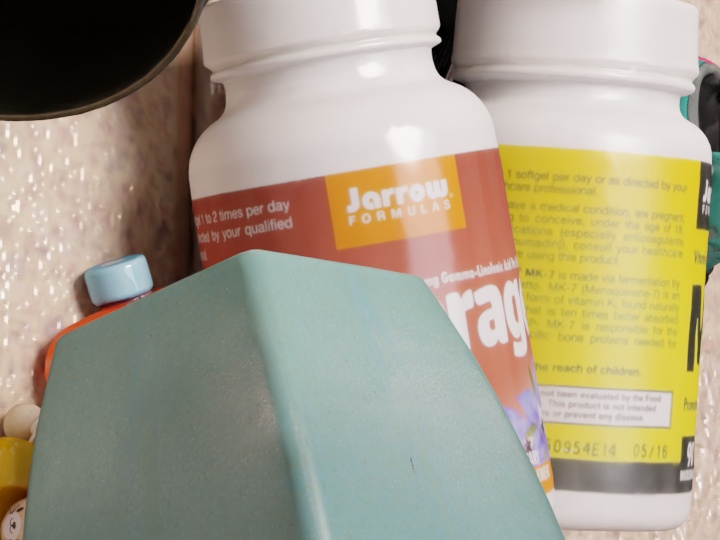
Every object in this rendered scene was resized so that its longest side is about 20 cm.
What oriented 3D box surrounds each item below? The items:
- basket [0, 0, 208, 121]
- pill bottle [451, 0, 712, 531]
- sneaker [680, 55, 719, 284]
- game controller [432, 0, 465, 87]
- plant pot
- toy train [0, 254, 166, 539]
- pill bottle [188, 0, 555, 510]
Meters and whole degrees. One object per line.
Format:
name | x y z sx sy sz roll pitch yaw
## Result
basket | -0.088 -0.152 0.932 0.200 0.179 0.137 -48 148 -54
pill bottle | 0.078 -0.004 1.110 0.114 0.114 0.202 3 91 -51
sneaker | 0.127 -0.004 1.192 0.083 0.120 0.201 19 68 -49
game controller | 0.012 -0.098 1.142 0.105 0.042 0.201 63 39 -43
plant pot | -0.020 0.105 0.889 0.141 0.141 0.201 10 63 -50
toy train | -0.071 0.099 0.970 0.150 0.055 0.201 -19 97 -52
pill bottle | 0.000 0.000 1.011 0.112 0.112 0.201 -12 93 -52
